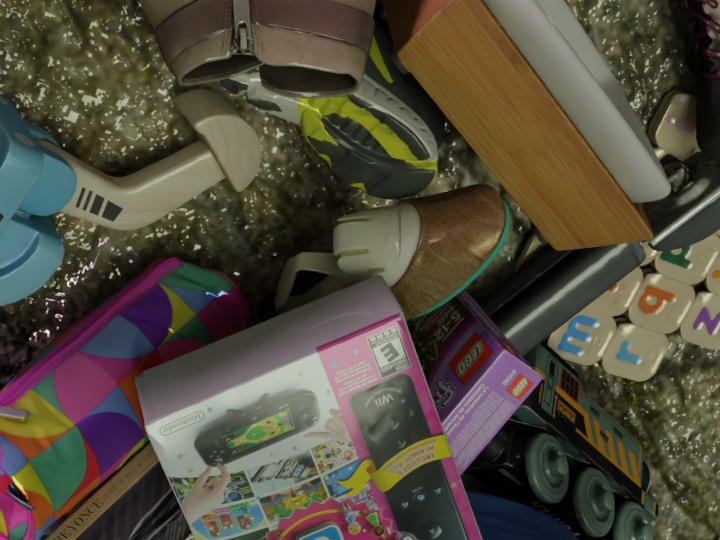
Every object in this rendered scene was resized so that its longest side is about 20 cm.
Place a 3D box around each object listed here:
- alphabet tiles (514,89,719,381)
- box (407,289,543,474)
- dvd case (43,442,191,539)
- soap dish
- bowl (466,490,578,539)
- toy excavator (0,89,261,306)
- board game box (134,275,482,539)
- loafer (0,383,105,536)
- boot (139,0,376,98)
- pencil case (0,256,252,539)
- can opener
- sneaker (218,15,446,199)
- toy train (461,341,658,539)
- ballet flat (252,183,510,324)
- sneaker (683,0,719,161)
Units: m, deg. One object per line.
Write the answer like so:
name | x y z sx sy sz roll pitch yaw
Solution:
alphabet tiles | 0.205 -0.020 1.008 0.195 0.015 0.200 17 108 -28
box | 0.012 0.102 0.920 0.039 0.137 0.200 35 98 -30
dvd case | -0.132 0.150 0.864 0.200 0.016 0.149 -44 161 -35
soap dish | 0.087 -0.116 0.839 0.081 0.157 0.200 -32 124 16
bowl | 0.060 0.207 0.990 0.200 0.039 0.201 6 143 4
toy excavator | -0.178 -0.043 0.811 0.200 0.100 0.195 26 105 -43
board game box | -0.019 0.124 0.810 0.147 0.064 0.200 -23 116 -5
loafer | -0.193 0.106 0.888 0.070 0.075 0.200 -43 127 -12
boot | -0.014 -0.161 0.744 0.200 0.070 0.146 -6 73 -3
pencil case | -0.148 0.069 0.823 0.200 0.088 0.088 -42 131 -40
can opener | 0.168 -0.004 0.961 0.200 0.053 0.067 -38 121 1
sneaker | -0.029 -0.127 0.836 0.200 0.085 0.074 45 127 -14
toy train | 0.138 0.130 1.002 0.085 0.114 0.200 -16 138 39
ballet flat | 0.000 0.000 0.859 0.072 0.068 0.200 19 150 -30
sneaker | 0.203 -0.169 0.907 0.115 0.076 0.200 3 103 -17
